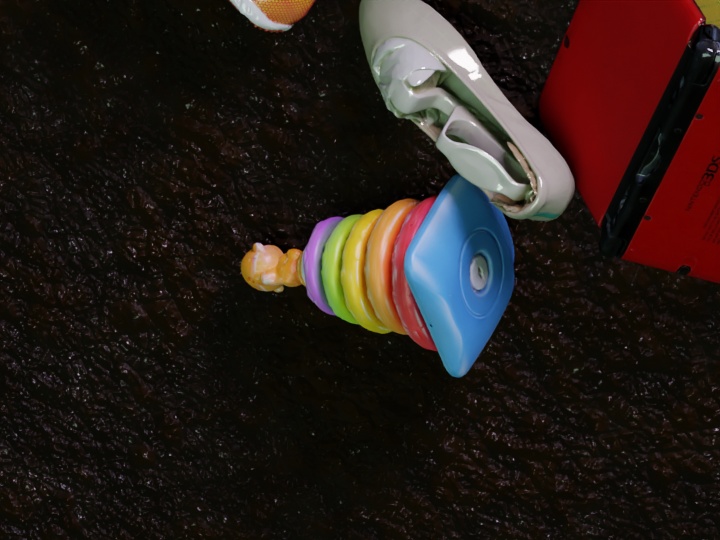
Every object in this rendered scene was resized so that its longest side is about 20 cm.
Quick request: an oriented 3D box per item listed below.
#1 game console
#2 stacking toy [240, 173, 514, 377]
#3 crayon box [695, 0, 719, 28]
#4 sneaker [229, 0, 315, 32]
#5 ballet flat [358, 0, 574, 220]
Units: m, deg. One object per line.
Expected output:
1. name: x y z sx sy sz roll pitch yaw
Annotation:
1. game console: 0.212 -0.103 1.316 0.172 0.119 0.200 13 142 -5
2. stacking toy: 0.000 0.000 1.479 0.199 0.110 0.116 1 132 33
3. crayon box: 0.260 -0.171 1.298 0.126 0.051 0.201 -9 115 25
4. sneaker: -0.104 -0.246 1.393 0.200 0.073 0.077 39 103 -10
5. ballet flat: 0.058 -0.107 1.372 0.200 0.069 0.070 45 126 12
